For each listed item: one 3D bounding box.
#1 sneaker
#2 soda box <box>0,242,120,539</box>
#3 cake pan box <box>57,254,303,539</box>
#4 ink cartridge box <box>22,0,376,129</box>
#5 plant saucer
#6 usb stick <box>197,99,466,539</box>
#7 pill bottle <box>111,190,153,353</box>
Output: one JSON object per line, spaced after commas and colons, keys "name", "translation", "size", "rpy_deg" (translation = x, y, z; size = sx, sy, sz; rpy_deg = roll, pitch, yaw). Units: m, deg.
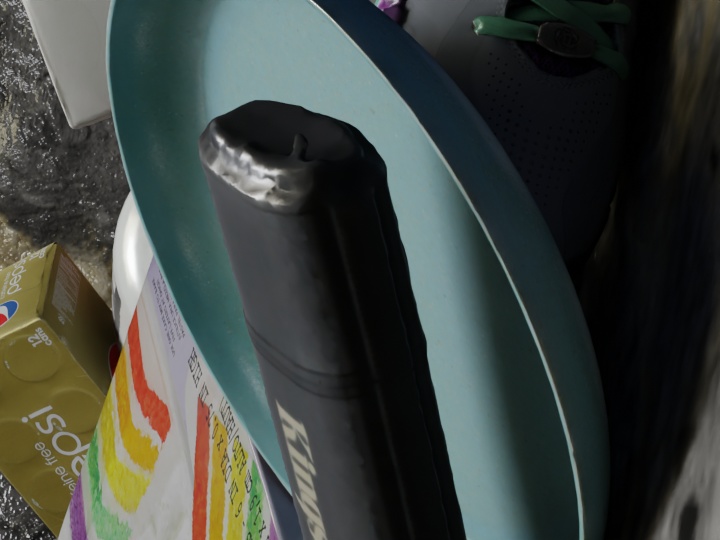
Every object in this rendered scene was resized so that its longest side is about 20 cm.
{"name": "sneaker", "translation": [0.048, -0.089, 0.684], "size": [0.088, 0.074, 0.200], "rpy_deg": [120, 161, -48]}
{"name": "soda box", "translation": [-0.114, 0.087, 1.187], "size": [0.200, 0.068, 0.064], "rpy_deg": [55, -160, -27]}
{"name": "cake pan box", "translation": [-0.039, 0.108, 0.812], "size": [0.184, 0.052, 0.200], "rpy_deg": [111, 150, -42]}
{"name": "ink cartridge box", "translation": [-0.045, -0.101, 0.854], "size": [0.116, 0.200, 0.068], "rpy_deg": [-76, -33, -81]}
{"name": "plant saucer", "translation": [0.001, 0.004, 0.649], "size": [0.200, 0.027, 0.200], "rpy_deg": [45, 152, 33]}
{"name": "usb stick", "translation": [0.001, 0.049, 0.626], "size": [0.055, 0.033, 0.200], "rpy_deg": [28, 141, 45]}
{"name": "pill bottle", "translation": [-0.048, 0.001, 1.077], "size": [0.200, 0.111, 0.111], "rpy_deg": [119, 162, -78]}
